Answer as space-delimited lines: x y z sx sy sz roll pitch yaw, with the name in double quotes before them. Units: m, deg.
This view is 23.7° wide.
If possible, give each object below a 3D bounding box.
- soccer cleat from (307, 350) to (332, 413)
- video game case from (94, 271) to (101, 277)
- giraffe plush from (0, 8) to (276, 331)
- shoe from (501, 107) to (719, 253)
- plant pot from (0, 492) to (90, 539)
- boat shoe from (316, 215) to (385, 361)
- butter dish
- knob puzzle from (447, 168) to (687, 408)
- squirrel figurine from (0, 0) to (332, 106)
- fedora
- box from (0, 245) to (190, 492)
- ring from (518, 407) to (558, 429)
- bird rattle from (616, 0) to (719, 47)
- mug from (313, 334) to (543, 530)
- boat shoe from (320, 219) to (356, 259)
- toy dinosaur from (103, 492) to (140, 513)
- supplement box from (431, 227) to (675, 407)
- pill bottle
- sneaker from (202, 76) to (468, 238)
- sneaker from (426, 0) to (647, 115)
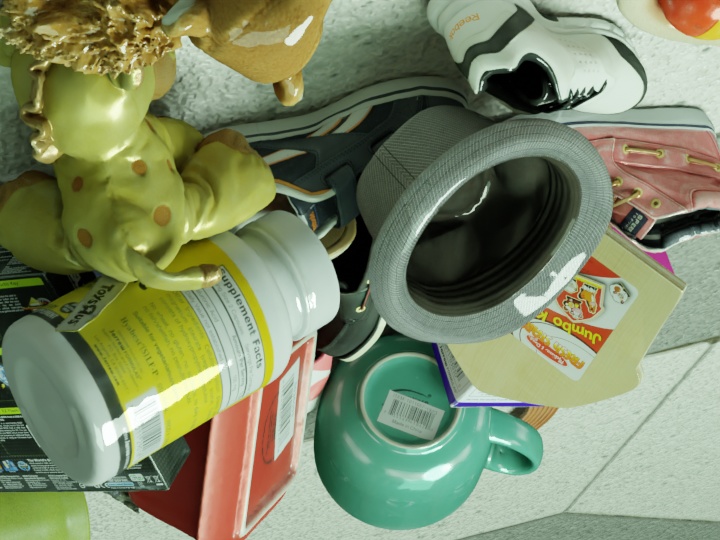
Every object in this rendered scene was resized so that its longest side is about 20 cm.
"soccer cleat" -0.114 0.075 1.399 0.199 0.068 0.074 5 125 -30
"video game case" -0.206 0.042 1.213 0.200 0.143 0.019 -36 -176 36
"giraffe plush" -0.155 -0.084 1.021 0.171 0.200 0.163 -5 118 11
"shoe" 0.182 -0.065 1.260 0.198 0.092 0.072 -4 149 -19
"plant pot" -0.336 0.221 1.425 0.192 0.201 0.200 -8 153 -38
"boat shoe" -0.001 -0.002 1.302 0.063 0.074 0.202 3 143 -23
"butter dish" -0.126 0.101 1.290 0.147 0.202 0.199 12 -163 15
"knob puzzle" 0.129 0.020 1.273 0.030 0.220 0.220 -45 177 -45
"squirrel figurine" -0.083 -0.161 0.860 0.199 0.188 0.141 -29 149 23
"fedora" 0.069 -0.043 1.150 0.199 0.090 0.177 12 119 -50
"box" -0.240 0.071 1.176 0.199 0.048 0.194 -5 124 30
"ring" 0.098 0.139 1.651 0.199 0.019 0.201 -13 150 -7
"bird rattle" 0.229 -0.181 1.082 0.198 0.114 0.163 2 163 -24
"mug" 0.052 0.126 1.467 0.184 0.153 0.115 -22 157 -14
"boat shoe" -0.101 -0.011 1.245 0.198 0.074 0.069 -12 162 -3
"toy dinosaur" -0.225 0.174 1.524 0.088 0.048 0.200 16 140 -22
"supplement box" 0.146 0.018 1.378 0.103 0.102 0.200 2 147 -29
"pill bottle" -0.113 0.040 1.072 0.199 0.111 0.112 -29 160 -31
"sneaker" -0.015 -0.068 1.172 0.198 0.080 0.079 -16 150 -2
"sneaker" 0.123 -0.129 1.135 0.199 0.080 0.074 12 139 -43
